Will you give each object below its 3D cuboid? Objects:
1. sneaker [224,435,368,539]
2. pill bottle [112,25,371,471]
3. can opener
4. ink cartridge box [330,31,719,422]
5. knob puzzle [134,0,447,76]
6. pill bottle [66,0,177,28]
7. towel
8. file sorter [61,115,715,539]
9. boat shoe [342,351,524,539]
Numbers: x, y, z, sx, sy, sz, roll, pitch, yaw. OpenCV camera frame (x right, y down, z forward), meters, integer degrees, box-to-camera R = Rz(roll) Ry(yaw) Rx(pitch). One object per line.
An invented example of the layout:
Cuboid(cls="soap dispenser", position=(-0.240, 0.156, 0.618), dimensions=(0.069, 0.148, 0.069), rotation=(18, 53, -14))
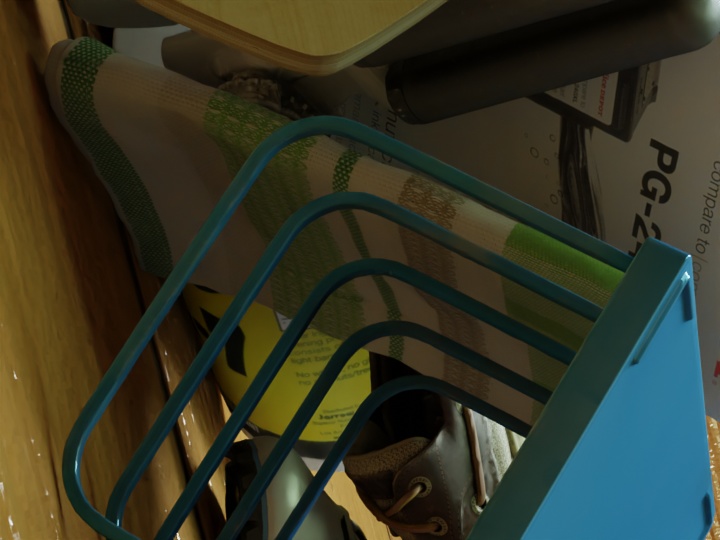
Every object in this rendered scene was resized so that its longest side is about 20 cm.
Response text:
Cuboid(cls="sneaker", position=(-0.006, 0.123, 0.967), dimensions=(0.201, 0.072, 0.072), rotation=(70, 7, -50))
Cuboid(cls="pill bottle", position=(-0.023, -0.025, 0.989), dimensions=(0.201, 0.113, 0.115), rotation=(72, 4, -46))
Cuboid(cls="can opener", position=(0.020, -0.079, 0.782), dimensions=(0.053, 0.199, 0.067), rotation=(43, 54, -35))
Cuboid(cls="ink cartridge box", position=(0.090, -0.057, 0.833), dimensions=(0.199, 0.083, 0.146), rotation=(30, -51, 31))
Cuboid(cls="knob puzzle", position=(-0.028, -0.138, 0.744), dimensions=(0.031, 0.218, 0.221), rotation=(109, -29, -59))
Cuboid(cls="pill bottle", position=(-0.072, -0.189, 0.835), dimensions=(0.116, 0.116, 0.201), rotation=(61, 14, -79))
Cuboid(cls="towel", position=(0.000, 0.000, 0.821), dimensions=(0.031, 0.199, 0.149), rotation=(-60, 160, -15))
Cuboid(cls="file sorter", position=(0.013, 0.068, 0.732), dimensions=(0.139, 0.122, 0.200), rotation=(-58, 160, -16))
Cuboid(cls="boat shoe", position=(0.024, 0.067, 0.924), dimensions=(0.072, 0.072, 0.202), rotation=(8, -80, 60))
